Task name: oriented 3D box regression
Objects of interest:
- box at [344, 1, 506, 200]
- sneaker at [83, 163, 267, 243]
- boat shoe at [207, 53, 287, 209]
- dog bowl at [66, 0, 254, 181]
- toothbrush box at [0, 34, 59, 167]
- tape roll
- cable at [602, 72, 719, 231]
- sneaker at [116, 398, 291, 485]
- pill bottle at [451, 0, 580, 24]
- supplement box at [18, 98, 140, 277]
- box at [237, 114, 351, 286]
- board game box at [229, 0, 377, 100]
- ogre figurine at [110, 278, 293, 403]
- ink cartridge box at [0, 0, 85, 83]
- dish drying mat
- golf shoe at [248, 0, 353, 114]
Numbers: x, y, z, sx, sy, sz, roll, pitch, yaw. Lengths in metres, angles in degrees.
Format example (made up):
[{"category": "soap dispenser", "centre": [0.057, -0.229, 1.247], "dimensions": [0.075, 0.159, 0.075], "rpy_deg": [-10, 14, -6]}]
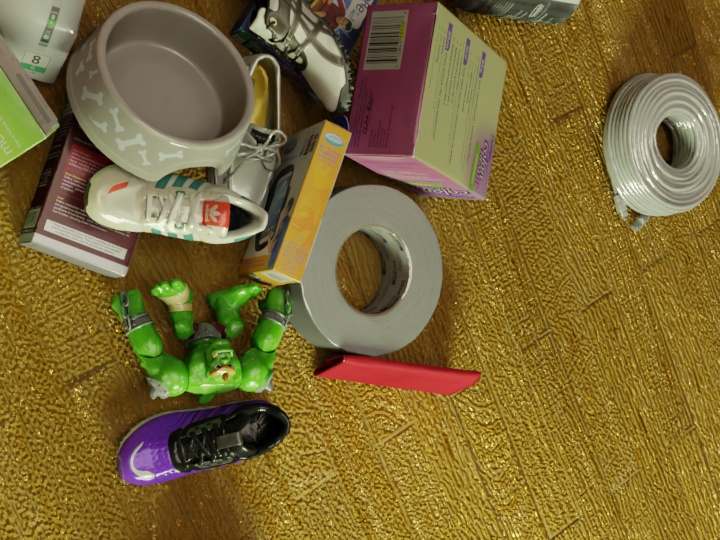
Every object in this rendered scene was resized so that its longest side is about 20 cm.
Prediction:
[{"category": "box", "centre": [0.080, -0.194, 1.313], "dimensions": [0.199, 0.096, 0.179], "rpy_deg": [19, 78, -58]}, {"category": "sneaker", "centre": [-0.182, -0.068, 1.142], "dimensions": [0.198, 0.093, 0.071], "rpy_deg": [10, 87, -44]}, {"category": "boat shoe", "centre": [-0.116, -0.144, 1.249], "dimensions": [0.074, 0.086, 0.205], "rpy_deg": [11, 83, -29]}, {"category": "dog bowl", "centre": [-0.196, -0.187, 1.140], "dimensions": [0.198, 0.059, 0.202], "rpy_deg": [19, 53, -27]}, {"category": "toothbrush box", "centre": [-0.407, -0.139, 1.035], "dimensions": [0.198, 0.086, 0.147], "rpy_deg": [-30, 106, 3]}, {"category": "tape roll", "centre": [0.000, 0.000, 1.327], "dimensions": [0.198, 0.066, 0.204], "rpy_deg": [1, 88, -30]}, {"category": "cable", "centre": [0.428, -0.179, 1.579], "dimensions": [0.199, 0.069, 0.202], "rpy_deg": [-29, 103, -27]}, {"category": "sneaker", "centre": [-0.163, 0.181, 1.207], "dimensions": [0.198, 0.099, 0.071], "rpy_deg": [-14, 94, -30]}, {"category": "pill bottle", "centre": [0.180, -0.376, 1.416], "dimensions": [0.198, 0.106, 0.108], "rpy_deg": [0, 89, -30]}, {"category": "supplement box", "centre": [-0.272, -0.106, 1.172], "dimensions": [0.108, 0.061, 0.203], "rpy_deg": [22, 79, -28]}, {"category": "box", "centre": [-0.072, -0.084, 1.255], "dimensions": [0.041, 0.119, 0.203], "rpy_deg": [21, 78, -22]}, {"category": "board game box", "centre": [-0.051, -0.324, 1.319], "dimensions": [0.135, 0.034, 0.202], "rpy_deg": [34, 73, -25]}, {"category": "ogre figurine", "centre": [-0.164, 0.077, 1.218], "dimensions": [0.198, 0.097, 0.122], "rpy_deg": [8, 67, -45]}, {"category": "ink cartridge box", "centre": [-0.339, -0.275, 1.062], "dimensions": [0.159, 0.200, 0.051], "rpy_deg": [12, 54, -29]}, {"category": "dish drying mat", "centre": [0.046, 0.124, 1.347], "dimensions": [0.198, 0.077, 0.018], "rpy_deg": [11, 67, -30]}, {"category": "golf shoe", "centre": [-0.077, -0.261, 1.247], "dimensions": [0.094, 0.078, 0.202], "rpy_deg": [-24, 91, -23]}]
